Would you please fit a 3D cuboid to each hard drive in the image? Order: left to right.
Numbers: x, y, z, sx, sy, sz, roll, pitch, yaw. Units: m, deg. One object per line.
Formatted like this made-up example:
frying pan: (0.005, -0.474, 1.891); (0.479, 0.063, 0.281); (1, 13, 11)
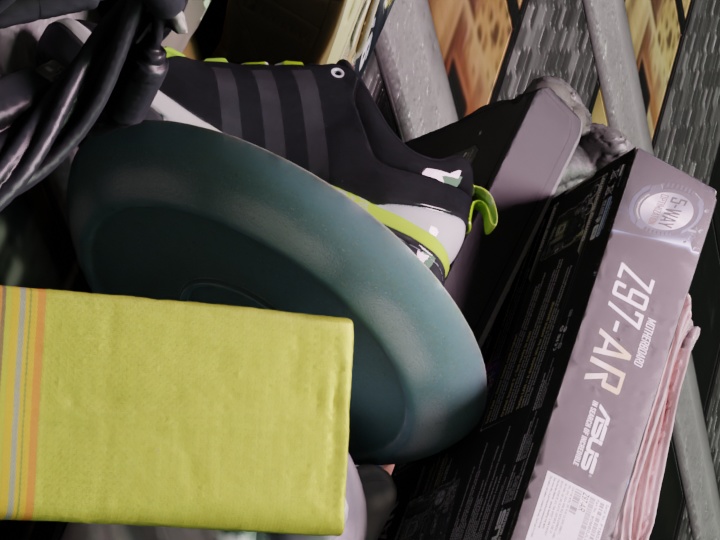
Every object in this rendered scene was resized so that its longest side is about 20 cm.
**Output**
hard drive: (0.000, 0.000, 1.316); (0.033, 0.200, 0.140); (43, 53, -23)

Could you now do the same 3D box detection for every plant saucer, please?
plant saucer: (-0.041, 0.018, 1.205); (0.027, 0.199, 0.201); (-56, 148, -30)

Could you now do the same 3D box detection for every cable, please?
cable: (-0.119, -0.075, 1.055); (0.051, 0.163, 0.200); (52, 33, 11)

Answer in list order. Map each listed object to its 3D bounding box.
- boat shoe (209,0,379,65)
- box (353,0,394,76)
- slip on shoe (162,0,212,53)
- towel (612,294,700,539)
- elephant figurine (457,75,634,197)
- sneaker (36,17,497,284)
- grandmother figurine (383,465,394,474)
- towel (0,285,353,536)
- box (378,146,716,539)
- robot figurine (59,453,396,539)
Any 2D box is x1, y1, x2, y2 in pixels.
boat shoe: (-0.038, -0.080, 1.281); (0.063, 0.073, 0.201); (-32, 149, -54)
box: (-0.009, -0.161, 1.389); (0.201, 0.046, 0.159); (101, 8, -49)
slip on shoe: (-0.076, -0.167, 1.275); (0.076, 0.060, 0.201); (169, -56, -81)
towel: (0.081, 0.104, 1.574); (0.032, 0.199, 0.191); (53, 38, -27)
elephant figurine: (0.050, -0.016, 1.559); (0.200, 0.142, 0.155); (-32, 169, -41)
sneaker: (-0.038, -0.056, 1.211); (0.083, 0.199, 0.072); (-59, -179, -24)
grandmother figurine: (0.019, 0.123, 1.492); (0.200, 0.121, 0.061); (-69, 146, -57)
towel: (-0.097, 0.052, 1.092); (0.018, 0.199, 0.087); (175, -80, -67)
box: (0.068, 0.063, 1.237); (0.160, 0.043, 0.201); (-34, -148, 61)
robot figurine: (-0.066, 0.120, 1.213); (0.200, 0.169, 0.113); (120, -44, -58)
